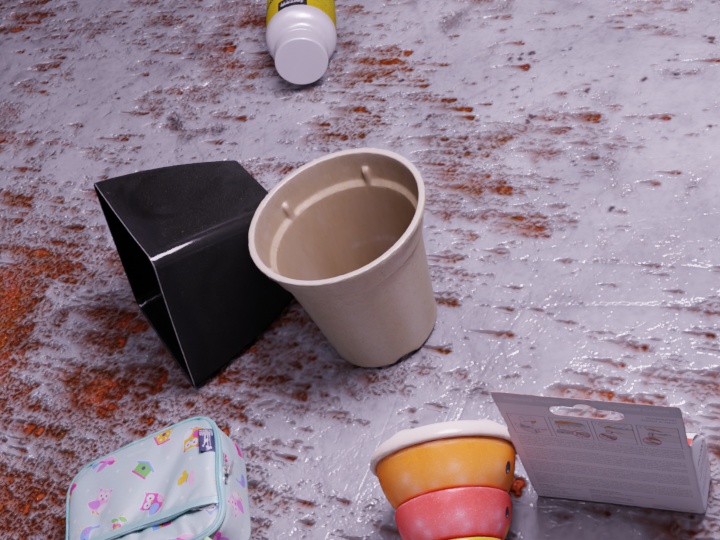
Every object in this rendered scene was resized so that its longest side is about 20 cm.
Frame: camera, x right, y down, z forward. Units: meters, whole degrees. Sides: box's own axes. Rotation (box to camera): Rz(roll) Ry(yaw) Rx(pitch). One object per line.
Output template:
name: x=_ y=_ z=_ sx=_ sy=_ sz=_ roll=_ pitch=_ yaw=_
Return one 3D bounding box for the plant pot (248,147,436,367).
plant pot: x=0.000 y=0.000 z=1.191 sx=0.198 sy=0.184 sz=0.202 roll=-13 pitch=45 yaw=13

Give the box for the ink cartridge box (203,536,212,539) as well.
ink cartridge box: x=-0.150 y=0.348 z=0.918 sx=0.067 sy=0.118 sz=0.201 roll=22 pitch=65 yaw=39

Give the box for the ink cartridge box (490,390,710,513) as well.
ink cartridge box: x=0.215 y=0.145 z=0.939 sx=0.161 sy=0.201 sz=0.057 roll=2 pitch=51 yaw=25

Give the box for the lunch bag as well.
lunch bag: x=-0.210 y=0.251 z=1.115 sx=0.198 sy=0.077 sz=0.161 roll=-24 pitch=41 yaw=11

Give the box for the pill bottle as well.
pill bottle: x=-0.091 y=-0.379 z=1.653 sx=0.110 sy=0.112 sz=0.201 roll=-15 pitch=44 yaw=10

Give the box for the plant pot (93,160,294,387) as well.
plant pot: x=-0.187 y=-0.020 z=1.304 sx=0.176 sy=0.201 sz=0.200 roll=-27 pitch=41 yaw=-19

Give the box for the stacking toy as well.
stacking toy: x=0.090 y=0.250 z=0.979 sx=0.144 sy=0.146 sz=0.202 roll=-14 pitch=63 yaw=12
